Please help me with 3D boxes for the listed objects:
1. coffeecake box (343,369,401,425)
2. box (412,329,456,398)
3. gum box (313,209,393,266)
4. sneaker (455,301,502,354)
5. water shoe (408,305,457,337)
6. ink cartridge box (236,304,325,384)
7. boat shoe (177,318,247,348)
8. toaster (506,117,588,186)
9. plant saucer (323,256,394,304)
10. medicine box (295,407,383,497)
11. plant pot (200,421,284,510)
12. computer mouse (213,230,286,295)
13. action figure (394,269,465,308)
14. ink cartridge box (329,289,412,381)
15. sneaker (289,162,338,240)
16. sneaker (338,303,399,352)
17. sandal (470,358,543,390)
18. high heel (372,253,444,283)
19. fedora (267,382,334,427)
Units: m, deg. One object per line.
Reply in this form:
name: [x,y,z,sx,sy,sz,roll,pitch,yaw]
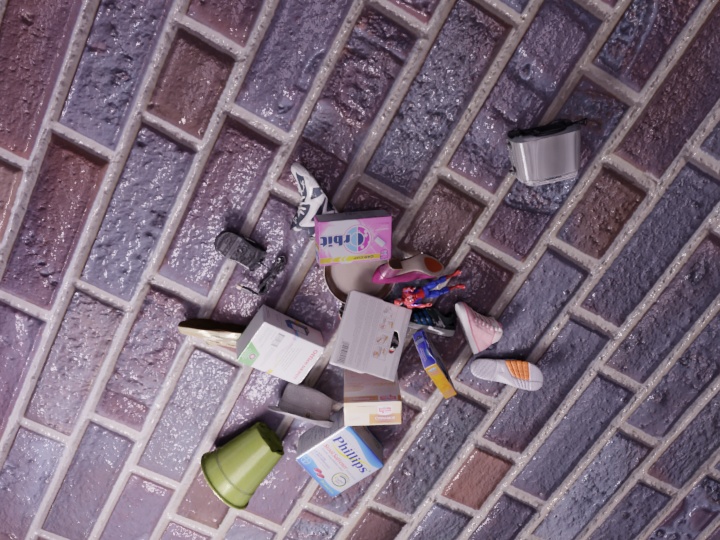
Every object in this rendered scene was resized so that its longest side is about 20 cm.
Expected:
coffeecake box: [0.030,0.337,1.501,0.151,0.200,0.074,-1,110,0]
box: [0.198,0.251,1.480,0.041,0.120,0.200,-28,133,10]
gum box: [-0.014,-0.084,1.367,0.198,0.066,0.115,-6,113,-13]
sneaker: [0.328,0.142,1.489,0.104,0.076,0.201,-24,130,5]
water shoe: [0.172,0.127,1.509,0.198,0.071,0.080,16,87,-11]
ink cartridge box: [-0.218,0.206,1.485,0.199,0.088,0.146,29,108,-27]
boat shoe: [-0.407,0.181,1.506,0.198,0.072,0.066,9,109,-10]
toaster: [0.459,-0.290,1.332,0.198,0.114,0.130,-13,114,1]
plant saucer: [0.000,0.000,1.468,0.198,0.032,0.203,0,111,-1]
medicine box: [-0.061,0.540,1.625,0.199,0.103,0.183,-35,107,12]
plant pot: [-0.330,0.554,1.596,0.190,0.200,0.200,-42,106,-1]
computer mouse: [-0.310,-0.019,1.450,0.199,0.046,0.141,27,103,-23]
action figure: [0.186,0.056,1.432,0.198,0.099,0.066,-19,95,-8]
ink cartridge box: [0.028,0.174,1.440,0.174,0.045,0.202,19,76,-11]
sneaker: [-0.145,-0.163,1.380,0.129,0.080,0.200,-35,117,2]
sneaker: [0.016,0.171,1.511,0.199,0.077,0.085,35,146,0]
sandal: [0.424,0.288,1.573,0.204,0.059,0.080,10,94,17]
high heel: [0.128,0.002,1.451,0.198,0.068,0.096,5,152,-31]
fedora: [-0.159,0.377,1.552,0.198,0.177,0.091,18,79,1]
